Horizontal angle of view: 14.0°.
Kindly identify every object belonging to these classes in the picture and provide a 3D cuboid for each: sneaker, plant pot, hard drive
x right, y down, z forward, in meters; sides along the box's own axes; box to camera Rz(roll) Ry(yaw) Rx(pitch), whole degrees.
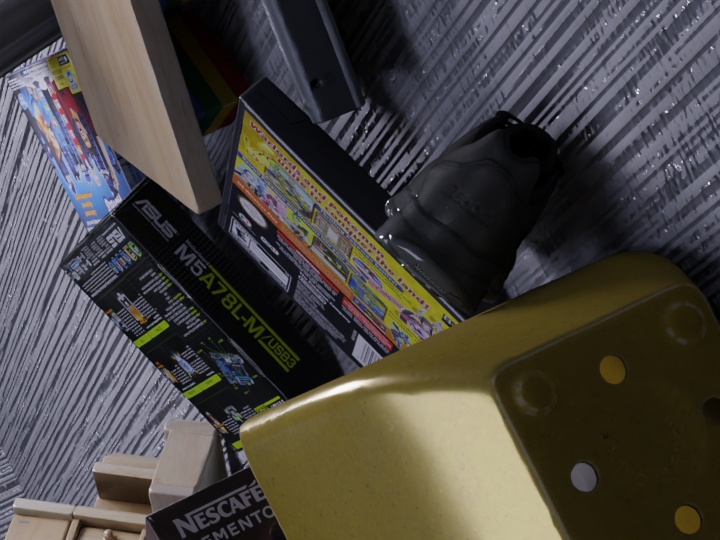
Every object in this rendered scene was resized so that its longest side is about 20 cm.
[{"bbox_3d":[0.062,-0.034,1.438,0.076,0.091,0.200,38,-173,-4],"label":"sneaker"},{"bbox_3d":[0.093,0.099,1.336,0.196,0.194,0.200,63,155,7],"label":"plant pot"},{"bbox_3d":[-0.052,-0.185,1.592,0.140,0.033,0.201,-114,3,-79],"label":"hard drive"}]

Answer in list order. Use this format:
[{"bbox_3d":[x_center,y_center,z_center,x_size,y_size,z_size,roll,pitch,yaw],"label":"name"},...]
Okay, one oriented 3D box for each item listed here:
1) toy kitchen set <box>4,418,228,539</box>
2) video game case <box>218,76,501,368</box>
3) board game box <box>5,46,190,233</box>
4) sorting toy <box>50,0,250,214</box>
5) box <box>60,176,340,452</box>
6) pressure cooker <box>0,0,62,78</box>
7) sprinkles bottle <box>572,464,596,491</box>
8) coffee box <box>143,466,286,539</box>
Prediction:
[{"bbox_3d":[-0.201,0.174,2.455,0.181,0.199,0.164,83,-162,-46],"label":"toy kitchen set"},{"bbox_3d":[0.000,0.000,1.670,0.200,0.025,0.181,45,160,11],"label":"video game case"},{"bbox_3d":[-0.175,-0.074,2.157,0.201,0.062,0.200,65,162,-7],"label":"board game box"},{"bbox_3d":[-0.138,-0.163,1.893,0.199,0.069,0.201,36,146,60],"label":"sorting toy"},{"bbox_3d":[-0.114,0.035,2.033,0.193,0.048,0.200,44,162,-4],"label":"box"},{"bbox_3d":[-0.298,-0.208,2.038,0.176,0.200,0.179,57,-177,19],"label":"pressure cooker"},{"bbox_3d":[0.051,0.111,1.627,0.200,0.068,0.069,15,128,57],"label":"sprinkles bottle"},{"bbox_3d":[-0.018,0.164,1.744,0.113,0.199,0.080,59,163,22],"label":"coffee box"}]
